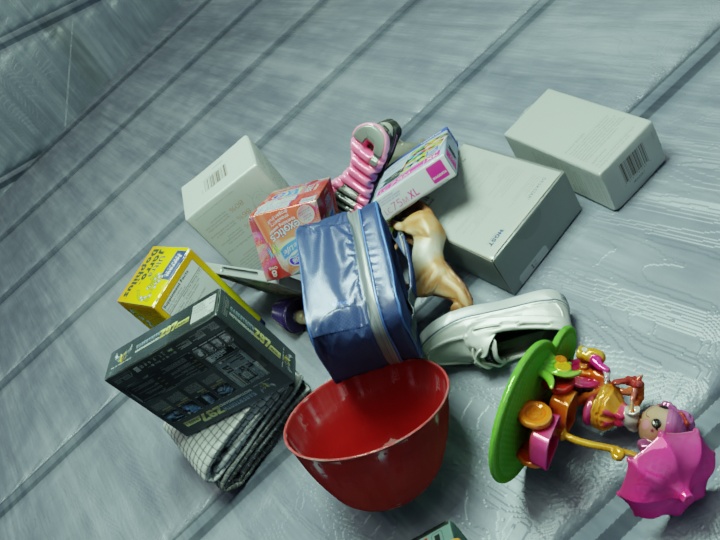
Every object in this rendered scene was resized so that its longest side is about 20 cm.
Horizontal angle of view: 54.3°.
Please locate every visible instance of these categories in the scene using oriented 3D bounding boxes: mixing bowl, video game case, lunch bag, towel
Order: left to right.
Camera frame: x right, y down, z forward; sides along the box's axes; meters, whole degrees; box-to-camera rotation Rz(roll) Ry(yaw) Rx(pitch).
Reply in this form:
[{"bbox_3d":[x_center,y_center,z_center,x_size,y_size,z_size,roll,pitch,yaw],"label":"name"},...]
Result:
[{"bbox_3d":[-0.179,0.197,1.024,0.201,0.086,0.164,-52,37,-10],"label":"towel"},{"bbox_3d":[-0.138,0.022,1.108,0.197,0.142,0.018,8,80,44],"label":"video game case"},{"bbox_3d":[0.004,0.018,0.855,0.129,0.137,0.204,-15,56,6],"label":"lunch bag"},{"bbox_3d":[0.022,0.197,0.802,0.195,0.111,0.201,-18,18,6],"label":"mixing bowl"}]

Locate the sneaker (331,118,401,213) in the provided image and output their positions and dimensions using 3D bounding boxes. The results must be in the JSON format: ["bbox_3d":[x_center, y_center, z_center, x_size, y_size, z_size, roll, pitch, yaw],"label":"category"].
[{"bbox_3d":[0.011,-0.161,1.130,0.095,0.079,0.201,-45,-10,-47],"label":"sneaker"}]

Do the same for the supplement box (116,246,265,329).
[{"bbox_3d":[-0.267,0.067,1.125,0.108,0.201,0.110,3,54,41],"label":"supplement box"}]

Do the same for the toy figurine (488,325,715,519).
[{"bbox_3d":[0.250,0.155,0.685,0.181,0.153,0.199,18,41,33],"label":"toy figurine"}]

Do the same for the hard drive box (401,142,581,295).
[{"bbox_3d":[0.177,-0.080,0.979,0.156,0.077,0.199,-48,38,-8],"label":"hard drive box"}]

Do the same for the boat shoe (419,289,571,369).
[{"bbox_3d":[0.157,0.082,0.847,0.197,0.074,0.066,-24,37,23],"label":"boat shoe"}]

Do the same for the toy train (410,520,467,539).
[{"bbox_3d":[0.044,0.341,0.701,0.198,0.086,0.115,-35,26,12],"label":"toy train"}]

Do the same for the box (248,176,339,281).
[{"bbox_3d":[-0.088,-0.066,1.028,0.100,0.097,0.200,-12,15,6],"label":"box"}]

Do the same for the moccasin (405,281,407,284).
[{"bbox_3d":[-0.001,-0.001,1.064,0.077,0.075,0.200,-36,31,-18],"label":"moccasin"}]

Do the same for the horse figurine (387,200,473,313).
[{"bbox_3d":[0.077,-0.016,0.940,0.131,0.049,0.205,-24,61,36],"label":"horse figurine"}]

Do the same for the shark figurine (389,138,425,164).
[{"bbox_3d":[0.037,-0.193,1.203,0.210,0.090,0.130,-17,43,26],"label":"shark figurine"}]

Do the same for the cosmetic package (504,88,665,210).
[{"bbox_3d":[0.301,-0.171,0.964,0.101,0.074,0.200,-43,36,-2],"label":"cosmetic package"}]

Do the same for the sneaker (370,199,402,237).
[{"bbox_3d":[0.031,-0.072,1.070,0.077,0.067,0.200,-12,21,35],"label":"sneaker"}]

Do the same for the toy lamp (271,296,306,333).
[{"bbox_3d":[-0.061,0.075,1.057,0.197,0.058,0.059,6,57,43],"label":"toy lamp"}]

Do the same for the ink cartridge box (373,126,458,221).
[{"bbox_3d":[0.084,-0.147,1.014,0.118,0.042,0.201,-32,13,20],"label":"ink cartridge box"}]

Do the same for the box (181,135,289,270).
[{"bbox_3d":[-0.186,-0.095,1.207,0.151,0.201,0.107,-35,39,7],"label":"box"}]

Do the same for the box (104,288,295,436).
[{"bbox_3d":[-0.205,0.126,0.913,0.197,0.158,0.052,-29,37,21],"label":"box"}]
